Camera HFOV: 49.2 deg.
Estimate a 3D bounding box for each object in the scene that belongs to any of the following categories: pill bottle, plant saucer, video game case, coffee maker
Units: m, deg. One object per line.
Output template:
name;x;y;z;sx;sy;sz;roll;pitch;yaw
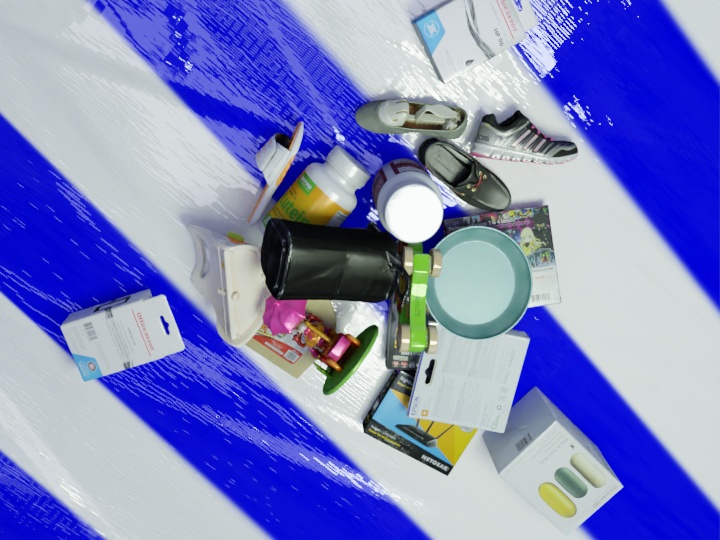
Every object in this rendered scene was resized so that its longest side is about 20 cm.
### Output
pill bottle;0.081;-0.119;1.341;0.112;0.200;0.116;-1;107;-2
plant saucer;0.206;0.023;1.399;0.197;0.036;0.203;0;91;-3
pill bottle;-0.077;-0.117;1.380;0.111;0.111;0.200;39;101;-13
video game case;0.258;-0.016;1.438;0.197;0.036;0.184;-9;91;-4
coffee maker;-0.045;-0.016;1.267;0.197;0.192;0.137;2;93;-26

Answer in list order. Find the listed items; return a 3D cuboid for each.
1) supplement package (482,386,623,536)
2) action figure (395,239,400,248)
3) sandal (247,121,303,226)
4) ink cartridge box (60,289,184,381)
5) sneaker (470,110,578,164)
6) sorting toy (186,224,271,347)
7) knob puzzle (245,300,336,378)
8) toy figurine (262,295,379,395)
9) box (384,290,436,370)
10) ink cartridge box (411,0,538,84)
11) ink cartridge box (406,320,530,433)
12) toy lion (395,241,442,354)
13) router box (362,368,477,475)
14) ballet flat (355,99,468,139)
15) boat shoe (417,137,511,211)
supplement package;0.370;0.369;1.530;0.200;0.151;0.152;43;100;-14
action figure;0.000;0.000;1.455;0.199;0.052;0.066;-35;101;5
sandal;-0.164;-0.175;1.375;0.059;0.079;0.208;27;106;-13
ink cartridge box;-0.429;0.113;1.446;0.197;0.068;0.117;-17;107;2
sneaker;0.293;-0.236;1.384;0.197;0.074;0.089;4;101;-8
sorting toy;-0.245;-0.001;1.386;0.179;0.106;0.202;25;129;33
knob puzzle;-0.130;0.088;1.469;0.216;0.031;0.222;2;120;3
toy figurine;-0.088;0.099;1.374;0.184;0.200;0.151;40;81;-8
box;0.149;0.110;1.493;0.197;0.048;0.161;3;107;-4
ink cartridge box;0.200;-0.417;1.326;0.198;0.068;0.117;-29;107;5
ink cartridge box;0.198;0.195;1.474;0.197;0.041;0.202;11;106;-8
toy lion;0.087;0.036;1.353;0.068;0.192;0.203;3;88;-7
router box;0.123;0.293;1.545;0.198;0.051;0.150;28;102;-11
ballet flat;0.091;-0.272;1.363;0.197;0.064;0.068;5;72;-7
boat shoe;0.190;-0.165;1.407;0.200;0.063;0.074;33;100;-13
